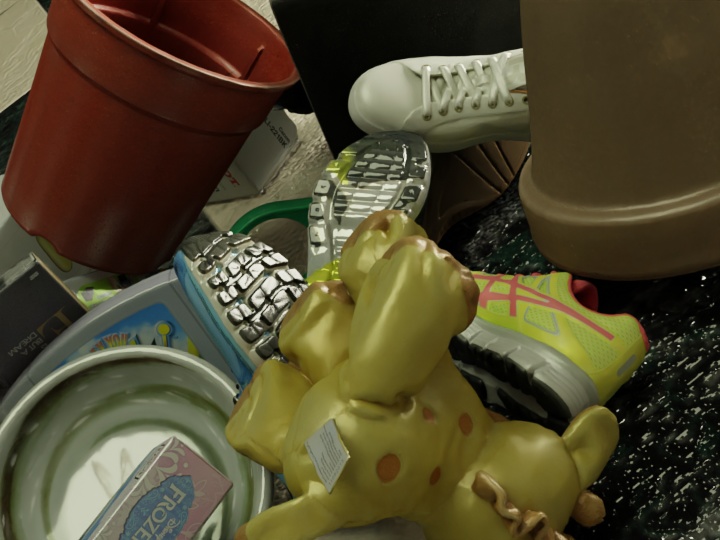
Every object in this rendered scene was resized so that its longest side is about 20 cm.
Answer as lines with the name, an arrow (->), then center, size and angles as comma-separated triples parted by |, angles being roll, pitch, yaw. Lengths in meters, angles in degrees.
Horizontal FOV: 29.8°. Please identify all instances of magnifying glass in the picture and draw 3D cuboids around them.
magnifying glass -> -0.017, -0.042, 1.038 | 0.199, 0.080, 0.022 | -30, 30, 0

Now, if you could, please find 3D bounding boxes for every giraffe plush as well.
giraffe plush -> 0.042, 0.089, 0.687 | 0.173, 0.162, 0.200 | -51, 20, 22

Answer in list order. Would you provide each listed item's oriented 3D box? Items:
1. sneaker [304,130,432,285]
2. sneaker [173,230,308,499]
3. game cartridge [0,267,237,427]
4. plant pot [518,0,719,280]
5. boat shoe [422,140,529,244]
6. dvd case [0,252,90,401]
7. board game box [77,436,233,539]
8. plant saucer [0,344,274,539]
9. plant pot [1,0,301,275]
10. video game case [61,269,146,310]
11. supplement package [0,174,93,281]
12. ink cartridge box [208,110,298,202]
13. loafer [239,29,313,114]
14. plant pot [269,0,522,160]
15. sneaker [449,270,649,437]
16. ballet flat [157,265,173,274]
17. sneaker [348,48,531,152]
sneaker -> 0.000, 0.000, 0.906 | 0.074, 0.085, 0.201 | 13, 67, 21
sneaker -> -0.059, 0.071, 0.809 | 0.090, 0.200, 0.078 | -32, -1, 34
game cartridge -> -0.145, 0.081, 0.932 | 0.200, 0.134, 0.040 | -34, 11, 6
plant pot -> 0.175, -0.118, 0.804 | 0.199, 0.175, 0.200 | -18, 26, 9
boat shoe -> 0.047, -0.062, 0.997 | 0.200, 0.071, 0.064 | -45, 26, -20
dvd case -> -0.240, 0.088, 0.967 | 0.149, 0.200, 0.016 | -39, 54, -5
board game box -> -0.153, 0.182, 0.722 | 0.200, 0.043, 0.199 | -52, 4, -15
plant saucer -> -0.148, 0.149, 0.874 | 0.199, 0.050, 0.201 | -4, 65, 10
plant pot -> -0.176, -0.116, 1.049 | 0.196, 0.200, 0.201 | -60, 21, 24
video game case -> -0.288, 0.068, 1.069 | 0.200, 0.046, 0.181 | -31, -6, 38
supplement package -> -0.358, 0.013, 1.281 | 0.155, 0.111, 0.200 | -10, 39, 39
ink cartridge box -> -0.179, -0.138, 1.273 | 0.199, 0.144, 0.084 | -7, 42, 42
loafer -> -0.060, -0.173, 1.194 | 0.070, 0.068, 0.201 | -16, -3, 8
plant pot -> 0.046, -0.198, 1.087 | 0.177, 0.201, 0.200 | -18, 32, 11
sneaker -> 0.098, 0.034, 0.817 | 0.090, 0.078, 0.200 | -34, 33, -14
ballet flat -> -0.118, 0.044, 1.032 | 0.063, 0.069, 0.200 | -58, 31, -6
sneaker -> 0.092, -0.130, 0.936 | 0.199, 0.085, 0.073 | 0, 67, -5
